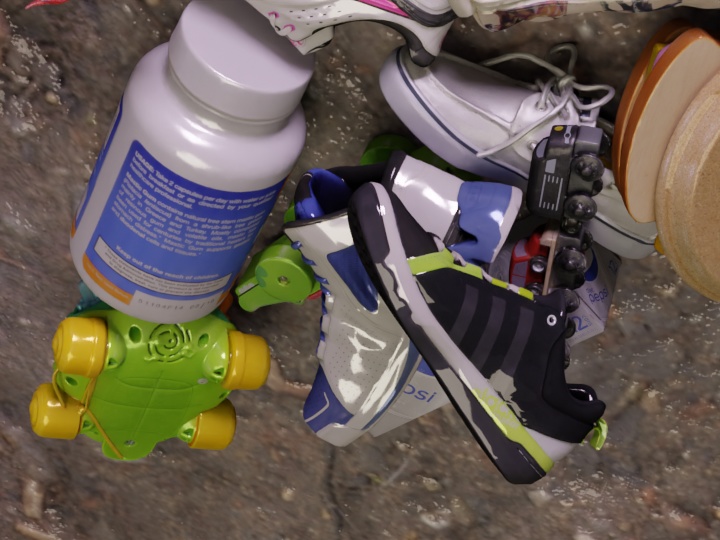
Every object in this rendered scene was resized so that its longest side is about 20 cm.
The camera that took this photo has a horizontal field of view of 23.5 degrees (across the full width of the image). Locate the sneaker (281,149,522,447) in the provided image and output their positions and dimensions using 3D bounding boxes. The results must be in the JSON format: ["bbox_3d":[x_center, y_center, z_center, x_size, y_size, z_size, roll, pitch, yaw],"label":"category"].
[{"bbox_3d":[0.000,-0.001,1.011,0.115,0.081,0.200,30,126,-3],"label":"sneaker"}]

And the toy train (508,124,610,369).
[{"bbox_3d":[0.107,0.000,0.994,0.046,0.034,0.200,12,130,9],"label":"toy train"}]

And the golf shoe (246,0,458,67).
[{"bbox_3d":[-0.043,-0.166,0.949,0.200,0.073,0.092,12,104,11],"label":"golf shoe"}]

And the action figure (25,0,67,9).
[{"bbox_3d":[-0.167,-0.183,0.960,0.200,0.052,0.066,18,134,38],"label":"action figure"}]

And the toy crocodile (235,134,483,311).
[{"bbox_3d":[-0.006,-0.024,1.081,0.062,0.068,0.200,43,130,-18],"label":"toy crocodile"}]

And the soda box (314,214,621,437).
[{"bbox_3d":[0.066,0.033,1.106,0.200,0.068,0.063,-28,116,37],"label":"soda box"}]

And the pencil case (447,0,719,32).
[{"bbox_3d":[0.147,-0.165,0.889,0.200,0.090,0.078,0,129,21],"label":"pencil case"}]

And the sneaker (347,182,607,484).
[{"bbox_3d":[0.067,0.023,0.935,0.083,0.072,0.200,-34,110,-2],"label":"sneaker"}]

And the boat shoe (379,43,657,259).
[{"bbox_3d":[0.112,-0.084,0.982,0.202,0.075,0.086,32,133,-13],"label":"boat shoe"}]

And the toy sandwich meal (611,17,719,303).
[{"bbox_3d":[0.233,-0.065,0.948,0.205,0.070,0.205,-9,125,-13],"label":"toy sandwich meal"}]

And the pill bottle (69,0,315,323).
[{"bbox_3d":[-0.099,-0.069,1.046,0.112,0.112,0.200,27,133,-5],"label":"pill bottle"}]

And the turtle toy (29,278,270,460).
[{"bbox_3d":[-0.153,0.065,1.187,0.145,0.101,0.200,7,141,-21],"label":"turtle toy"}]
